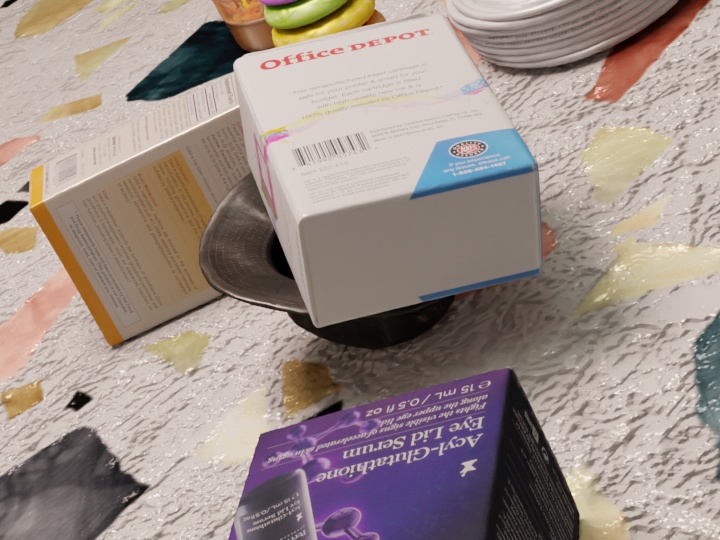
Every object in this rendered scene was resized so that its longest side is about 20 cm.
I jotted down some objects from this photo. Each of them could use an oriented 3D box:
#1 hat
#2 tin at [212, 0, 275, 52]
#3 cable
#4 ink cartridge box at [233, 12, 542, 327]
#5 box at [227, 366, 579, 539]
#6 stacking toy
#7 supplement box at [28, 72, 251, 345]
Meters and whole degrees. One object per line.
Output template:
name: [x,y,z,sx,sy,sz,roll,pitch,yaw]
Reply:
hat: [0.000,0.000,1.327,0.201,0.081,0.201,-5,37,4]
tin: [-0.076,-0.255,1.897,0.112,0.042,0.200,-31,27,1]
cable: [0.162,-0.228,1.598,0.200,0.069,0.200,8,44,48]
ink cartridge box: [0.013,-0.067,1.275,0.145,0.085,0.200,-13,37,-8]
box: [0.017,0.158,1.005,0.148,0.104,0.200,-17,28,18]
stacking toy: [-0.037,-0.208,1.595,0.110,0.200,0.116,-37,29,-20]
supplement box: [-0.119,-0.050,1.475,0.200,0.126,0.074,-25,25,4]
